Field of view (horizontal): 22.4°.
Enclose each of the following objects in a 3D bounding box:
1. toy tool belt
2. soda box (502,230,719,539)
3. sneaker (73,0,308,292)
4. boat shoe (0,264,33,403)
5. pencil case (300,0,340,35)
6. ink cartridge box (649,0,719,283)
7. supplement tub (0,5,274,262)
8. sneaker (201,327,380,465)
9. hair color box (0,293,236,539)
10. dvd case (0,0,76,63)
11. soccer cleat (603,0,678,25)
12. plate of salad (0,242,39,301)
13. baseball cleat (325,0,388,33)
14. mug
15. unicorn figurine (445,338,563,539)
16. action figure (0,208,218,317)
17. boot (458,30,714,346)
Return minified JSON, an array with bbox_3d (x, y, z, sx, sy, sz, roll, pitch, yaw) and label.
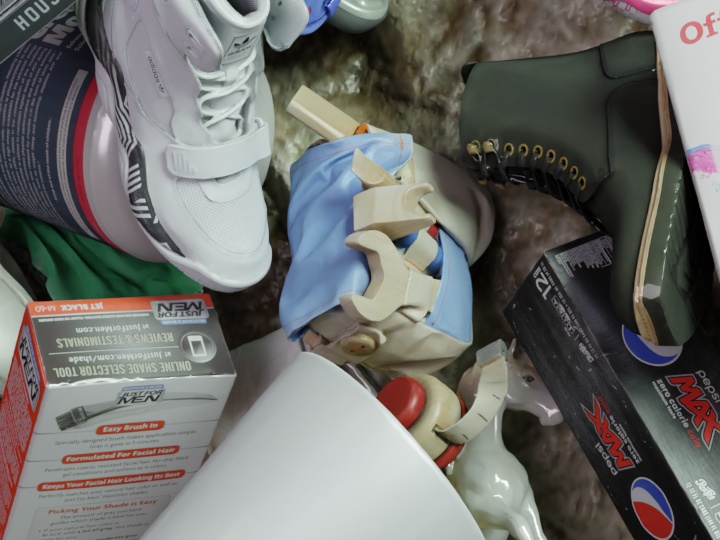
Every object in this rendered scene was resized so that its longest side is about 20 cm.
[{"bbox_3d":[0.000,0.000,0.968,0.124,0.123,0.201,-29,41,28],"label":"toy tool belt"},{"bbox_3d":[0.154,0.079,0.929,0.201,0.063,0.071,61,153,19],"label":"soda box"},{"bbox_3d":[-0.077,-0.087,0.943,0.114,0.075,0.202,-10,102,52],"label":"sneaker"},{"bbox_3d":[-0.251,-0.007,1.086,0.201,0.075,0.062,54,145,-5],"label":"boat shoe"},{"bbox_3d":[-0.090,-0.182,1.024,0.199,0.087,0.078,16,70,41],"label":"pencil case"},{"bbox_3d":[0.233,-0.066,0.863,0.128,0.125,0.202,-18,79,30],"label":"ink cartridge box"},{"bbox_3d":[-0.163,-0.094,1.095,0.199,0.140,0.142,19,98,38],"label":"supplement tub"},{"bbox_3d":[-0.029,0.127,1.049,0.115,0.073,0.201,-30,72,31],"label":"sneaker"},{"bbox_3d":[-0.153,0.103,1.054,0.201,0.110,0.064,115,143,-44],"label":"hair color box"},{"bbox_3d":[-0.156,-0.202,0.985,0.150,0.025,0.201,-37,34,12],"label":"dvd case"},{"bbox_3d":[0.113,-0.202,0.982,0.201,0.069,0.086,57,159,17],"label":"soccer cleat"},{"bbox_3d":[-0.253,0.065,1.177,0.199,0.048,0.202,19,117,43],"label":"plate of salad"},{"bbox_3d":[-0.062,-0.186,1.098,0.200,0.069,0.107,50,126,28],"label":"baseball cleat"},{"bbox_3d":[-0.029,0.160,0.918,0.153,0.187,0.149,-40,34,-16],"label":"mug"},{"bbox_3d":[0.071,0.136,0.984,0.200,0.074,0.138,-50,54,27],"label":"unicorn figurine"},{"bbox_3d":[-0.168,-0.007,1.136,0.200,0.117,0.055,31,133,44],"label":"action figure"},{"bbox_3d":[0.106,-0.039,0.919,0.137,0.078,0.201,-5,41,20],"label":"boot"}]
